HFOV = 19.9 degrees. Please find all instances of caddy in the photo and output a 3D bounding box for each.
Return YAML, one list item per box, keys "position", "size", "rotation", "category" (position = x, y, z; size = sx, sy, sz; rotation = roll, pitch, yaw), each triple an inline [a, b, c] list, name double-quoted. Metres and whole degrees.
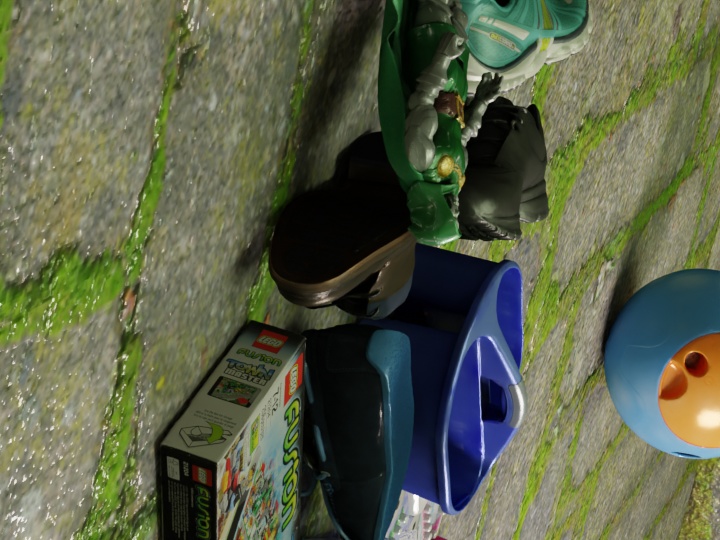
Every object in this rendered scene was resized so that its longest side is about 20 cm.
- position: [0.061, 0.074, 1.362]
  size: [0.200, 0.105, 0.142]
  rotation: [83, 29, -54]
  category: "caddy"

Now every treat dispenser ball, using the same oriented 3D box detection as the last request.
- position: [0.359, 0.099, 2.175]
  size: [0.201, 0.200, 0.202]
  rotation: [17, 90, -73]
  category: "treat dispenser ball"

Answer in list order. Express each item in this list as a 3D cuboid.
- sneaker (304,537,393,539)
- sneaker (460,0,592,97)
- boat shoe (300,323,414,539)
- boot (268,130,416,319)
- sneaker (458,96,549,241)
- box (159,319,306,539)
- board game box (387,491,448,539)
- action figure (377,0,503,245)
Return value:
- position: [-0.008, 0.205, 1.371]
  size: [0.072, 0.073, 0.200]
  rotation: [-46, 152, 7]
  category: "sneaker"
- position: [0.099, -0.170, 1.310]
  size: [0.200, 0.077, 0.080]
  rotation: [-43, 138, -59]
  category: "sneaker"
- position: [-0.006, 0.095, 1.246]
  size: [0.084, 0.068, 0.201]
  rotation: [-68, 166, -45]
  category: "boat shoe"
- position: [0.000, 0.000, 1.152]
  size: [0.200, 0.074, 0.097]
  rotation: [-48, 148, -58]
  category: "boot"
- position: [0.082, -0.070, 1.379]
  size: [0.200, 0.076, 0.091]
  rotation: [-38, 133, -73]
  category: "sneaker"
- position: [-0.070, 0.138, 1.132]
  size: [0.110, 0.035, 0.201]
  rotation: [-55, 156, -46]
  category: "box"
- position: [0.056, 0.154, 1.567]
  size: [0.200, 0.026, 0.201]
  rotation: [2, 104, -73]
  category: "board game box"
- position: [0.042, -0.107, 1.121]
  size: [0.118, 0.054, 0.201]
  rotation: [39, 49, -60]
  category: "action figure"
